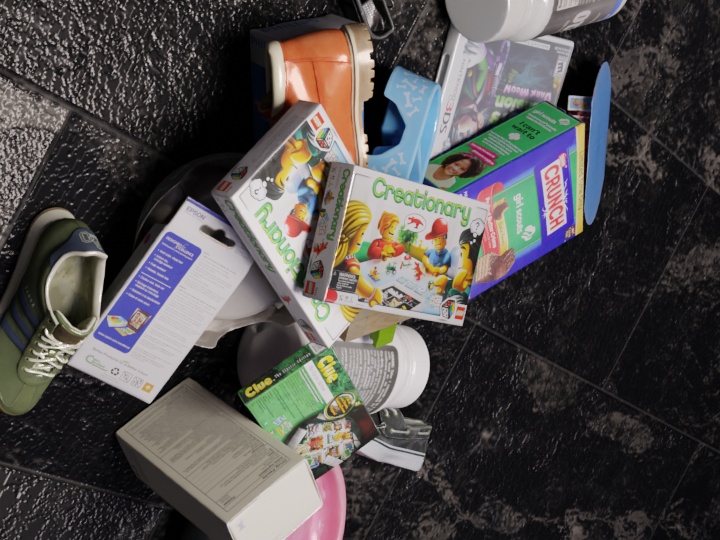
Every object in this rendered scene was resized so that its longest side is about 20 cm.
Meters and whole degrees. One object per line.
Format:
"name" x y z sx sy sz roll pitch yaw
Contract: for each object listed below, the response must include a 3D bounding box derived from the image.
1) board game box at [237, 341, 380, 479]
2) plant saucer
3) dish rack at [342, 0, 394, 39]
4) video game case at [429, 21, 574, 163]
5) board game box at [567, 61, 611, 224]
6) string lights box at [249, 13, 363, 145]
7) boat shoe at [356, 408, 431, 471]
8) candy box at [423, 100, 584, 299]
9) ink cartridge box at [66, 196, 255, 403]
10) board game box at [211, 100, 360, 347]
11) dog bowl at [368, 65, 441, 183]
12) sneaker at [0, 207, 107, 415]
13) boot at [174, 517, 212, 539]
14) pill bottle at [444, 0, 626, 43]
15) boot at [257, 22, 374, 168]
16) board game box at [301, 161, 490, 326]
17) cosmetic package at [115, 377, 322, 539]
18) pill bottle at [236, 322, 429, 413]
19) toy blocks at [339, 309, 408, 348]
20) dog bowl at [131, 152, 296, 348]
"board game box" -0.049 0.148 1.387 0.105 0.023 0.200 -32 144 -6
"plant saucer" -0.082 0.296 1.521 0.200 0.051 0.201 -27 120 -60
"dish rack" 0.045 -0.349 1.361 0.200 0.055 0.153 -41 133 -22
"video game case" 0.157 -0.194 1.565 0.200 0.023 0.182 3 108 -44
"board game box" 0.276 -0.159 1.663 0.158 0.039 0.200 -43 138 -65
"string lights box" -0.053 -0.149 1.362 0.103 0.059 0.200 -19 122 -33
"boat shoe" 0.018 0.186 1.597 0.200 0.072 0.071 26 82 -57
"candy box" 0.164 -0.078 1.562 0.200 0.077 0.169 -31 137 -22
"ink cartridge box" -0.183 0.026 1.263 0.095 0.037 0.200 31 106 -29
"board game box" -0.043 -0.041 1.254 0.126 0.035 0.200 -49 130 -22
"dog bowl" 0.041 -0.118 1.407 0.112 0.050 0.200 81 23 -63
"sneaker" -0.282 0.049 1.221 0.067 0.090 0.200 9 103 -45
"boot" -0.219 0.353 1.438 0.168 0.076 0.200 -17 127 -41
"pill bottle" 0.194 -0.313 1.473 0.200 0.114 0.114 -21 123 -37
"boot" -0.047 -0.139 1.294 0.107 0.075 0.200 -10 124 -15
"board game box" 0.038 -0.022 1.277 0.200 0.035 0.126 11 92 -46
"cosmetic package" -0.143 0.197 1.344 0.104 0.200 0.073 -37 132 -24
"pill bottle" -0.026 0.101 1.472 0.200 0.114 0.114 9 104 -45
"toy blocks" 0.000 0.000 1.436 0.200 0.137 0.100 -18 134 -40
"dog bowl" -0.127 -0.024 1.312 0.200 0.059 0.200 -9 120 -16
